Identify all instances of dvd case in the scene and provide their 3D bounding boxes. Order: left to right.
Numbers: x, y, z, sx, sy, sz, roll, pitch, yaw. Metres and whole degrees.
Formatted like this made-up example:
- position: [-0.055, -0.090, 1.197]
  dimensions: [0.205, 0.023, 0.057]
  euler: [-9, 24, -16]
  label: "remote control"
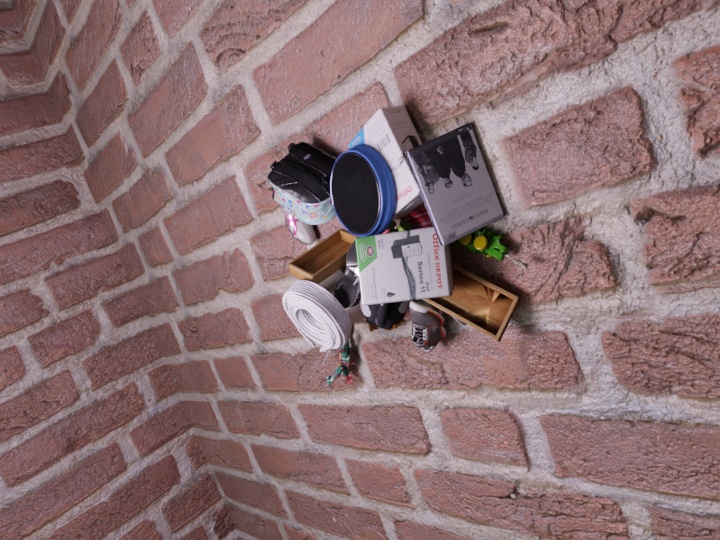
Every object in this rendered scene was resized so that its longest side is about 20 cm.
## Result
- position: [0.193, -0.174, 1.187]
  dimensions: [0.025, 0.146, 0.206]
  euler: [-164, 51, -80]
  label: "dvd case"

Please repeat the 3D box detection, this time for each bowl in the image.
- position: [0.000, -0.174, 1.313]
  dimensions: [0.198, 0.039, 0.208]
  euler: [24, 122, 45]
  label: "bowl"

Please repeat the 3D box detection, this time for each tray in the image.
- position: [-0.085, -0.035, 1.525]
  dimensions: [0.097, 0.198, 0.038]
  euler: [23, 136, 36]
  label: "tray"
- position: [0.237, 0.061, 1.279]
  dimensions: [0.196, 0.037, 0.101]
  euler: [29, 90, 24]
  label: "tray"

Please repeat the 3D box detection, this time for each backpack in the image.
- position: [-0.119, -0.212, 1.491]
  dimensions: [0.197, 0.178, 0.153]
  euler: [27, 152, 30]
  label: "backpack"

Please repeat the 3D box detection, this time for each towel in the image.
- position: [0.137, -0.142, 1.359]
  dimensions: [0.142, 0.022, 0.206]
  euler: [-9, 104, 51]
  label: "towel"

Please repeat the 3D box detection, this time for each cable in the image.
- position: [-0.106, 0.113, 1.468]
  dimensions: [0.201, 0.070, 0.198]
  euler: [51, 150, -18]
  label: "cable"

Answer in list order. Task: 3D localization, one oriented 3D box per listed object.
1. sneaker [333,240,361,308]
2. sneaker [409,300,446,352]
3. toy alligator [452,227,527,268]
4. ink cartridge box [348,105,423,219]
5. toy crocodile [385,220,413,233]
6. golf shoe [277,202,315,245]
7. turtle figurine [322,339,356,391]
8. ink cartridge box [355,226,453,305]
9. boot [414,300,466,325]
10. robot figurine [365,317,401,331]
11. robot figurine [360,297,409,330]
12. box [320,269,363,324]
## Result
- position: [0.000, 0.000, 1.472]
  dimensions: [0.079, 0.086, 0.204]
  euler: [31, 94, 22]
  label: "sneaker"
- position: [0.153, 0.142, 1.381]
  dimensions: [0.076, 0.083, 0.201]
  euler: [22, 163, 32]
  label: "sneaker"
- position: [0.274, -0.058, 1.230]
  dimensions: [0.197, 0.059, 0.056]
  euler: [23, 87, 39]
  label: "toy alligator"
- position: [0.074, -0.234, 1.296]
  dimensions: [0.144, 0.082, 0.205]
  euler: [-35, 76, 50]
  label: "ink cartridge box"
- position: [0.065, -0.098, 1.387]
  dimensions: [0.198, 0.062, 0.068]
  euler: [40, 131, 8]
  label: "toy crocodile"
- position: [-0.178, -0.172, 1.656]
  dimensions: [0.091, 0.072, 0.205]
  euler: [-27, 90, 50]
  label: "golf shoe"
- position: [-0.059, 0.257, 1.748]
  dimensions: [0.151, 0.097, 0.206]
  euler: [-101, 14, -56]
  label: "turtle figurine"
- position: [0.096, -0.010, 1.260]
  dimensions: [0.193, 0.083, 0.152]
  euler: [-8, 89, 14]
  label: "ink cartridge box"
- position: [0.187, 0.071, 1.400]
  dimensions: [0.201, 0.066, 0.132]
  euler: [51, 147, 23]
  label: "boot"
- position: [0.038, 0.058, 1.552]
  dimensions: [0.143, 0.058, 0.206]
  euler: [-9, 104, 47]
  label: "robot figurine"
- position: [0.067, 0.050, 1.405]
  dimensions: [0.152, 0.121, 0.204]
  euler: [57, 148, 38]
  label: "robot figurine"
- position: [-0.075, 0.060, 1.605]
  dimensions: [0.202, 0.093, 0.079]
  euler: [55, 160, 37]
  label: "box"
